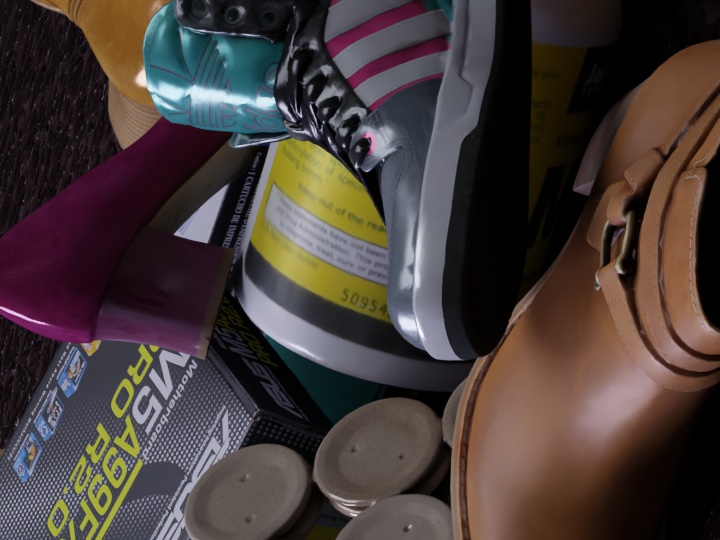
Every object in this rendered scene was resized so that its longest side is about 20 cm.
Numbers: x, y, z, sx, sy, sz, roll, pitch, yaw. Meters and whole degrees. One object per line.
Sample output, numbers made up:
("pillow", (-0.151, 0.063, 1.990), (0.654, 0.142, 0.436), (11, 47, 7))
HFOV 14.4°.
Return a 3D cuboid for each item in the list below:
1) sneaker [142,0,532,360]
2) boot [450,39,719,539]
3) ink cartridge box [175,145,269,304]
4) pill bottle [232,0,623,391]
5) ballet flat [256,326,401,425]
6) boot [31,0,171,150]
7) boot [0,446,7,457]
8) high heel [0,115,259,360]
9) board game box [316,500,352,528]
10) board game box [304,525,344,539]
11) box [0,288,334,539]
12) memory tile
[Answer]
("sneaker", (-0.010, -0.053, 0.916), (0.084, 0.120, 0.200), (72, -163, -46))
("boot", (0.093, 0.025, 0.854), (0.155, 0.077, 0.200), (170, 123, -78))
("ink cartridge box", (-0.019, -0.056, 1.242), (0.044, 0.094, 0.200), (60, 138, 46))
("pill bottle", (0.031, -0.067, 1.054), (0.114, 0.114, 0.201), (-114, 38, -64))
("ballet flat", (0.000, 0.000, 1.219), (0.073, 0.073, 0.200), (-102, 22, -54))
("boot", (-0.109, -0.157, 1.239), (0.144, 0.071, 0.201), (101, 148, -53))
("boot", (-0.138, 0.112, 1.410), (0.200, 0.072, 0.166), (-45, -13, -6))
("high heel", (-0.087, -0.054, 1.113), (0.200, 0.096, 0.068), (-79, 4, -45))
("board game box", (-0.068, 0.169, 1.248), (0.200, 0.105, 0.103), (137, 142, -63))
("board game box", (-0.027, 0.195, 1.086), (0.048, 0.101, 0.200), (-124, 47, -59))
("box", (-0.097, 0.106, 1.138), (0.200, 0.044, 0.160), (-61, 33, 14))
("memory tile", (0.017, 0.116, 0.961), (0.200, 0.153, 0.017), (-99, -15, -49))
